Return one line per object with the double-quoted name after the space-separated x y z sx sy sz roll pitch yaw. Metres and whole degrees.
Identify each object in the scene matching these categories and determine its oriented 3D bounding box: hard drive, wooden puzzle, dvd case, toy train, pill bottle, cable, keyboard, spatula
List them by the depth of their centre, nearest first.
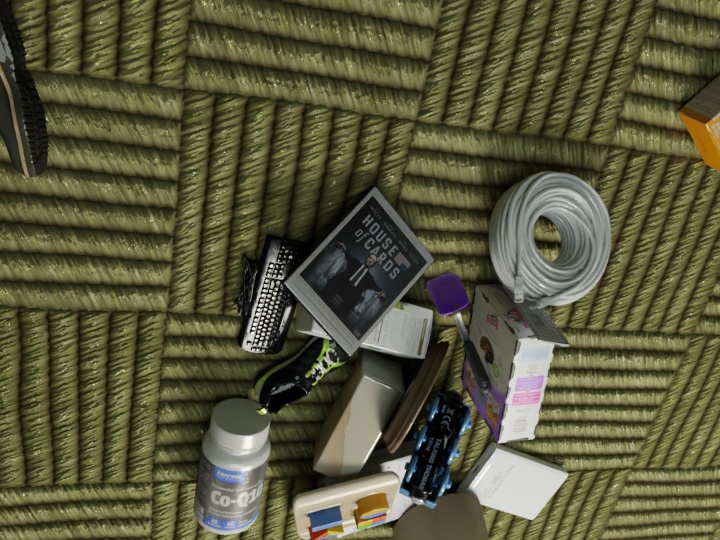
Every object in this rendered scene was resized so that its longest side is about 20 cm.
0.000 0.000 1.020 0.200 0.025 0.151 -47 108 -16 "dvd case"
-0.141 0.046 1.061 0.102 0.040 0.203 9 114 -21 "keyboard"
0.291 -0.048 1.069 0.197 0.069 0.204 -8 87 -20 "cable"
0.258 0.050 1.081 0.055 0.201 0.011 17 117 -23 "keyboard"
0.168 0.102 1.126 0.056 0.021 0.203 -22 88 -1 "spatula"
-0.209 0.319 1.145 0.112 0.114 0.203 4 116 -18 "pill bottle"
-0.023 0.421 1.206 0.182 0.047 0.201 -11 145 -9 "wooden puzzle"
0.130 0.309 1.209 0.085 0.202 0.115 21 157 8 "toy train"
0.306 0.425 1.398 0.198 0.026 0.133 24 109 -26 "hard drive"

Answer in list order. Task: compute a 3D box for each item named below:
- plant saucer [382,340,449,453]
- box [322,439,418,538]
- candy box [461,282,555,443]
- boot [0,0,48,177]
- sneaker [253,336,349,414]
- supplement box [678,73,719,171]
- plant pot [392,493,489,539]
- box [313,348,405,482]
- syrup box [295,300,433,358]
0.087 0.199 1.133 0.029 0.200 0.202 29 109 4 "plant saucer"
0.035 0.407 1.304 0.196 0.041 0.158 -14 121 -7 "box"
0.238 0.148 1.147 0.070 0.168 0.203 -3 119 -14 "candy box"
-0.461 -0.205 0.824 0.136 0.078 0.204 -9 107 -6 "boot"
-0.081 0.169 1.117 0.198 0.083 0.072 -34 122 2 "sneaker"
0.618 -0.264 1.089 0.200 0.074 0.126 -43 121 9 "supplement box"
0.177 0.559 1.308 0.184 0.202 0.189 -11 135 -11 "plant pot"
-0.004 0.245 1.168 0.077 0.095 0.202 23 108 -9 "box"
0.007 0.077 1.081 0.197 0.078 0.083 15 81 -23 "syrup box"
